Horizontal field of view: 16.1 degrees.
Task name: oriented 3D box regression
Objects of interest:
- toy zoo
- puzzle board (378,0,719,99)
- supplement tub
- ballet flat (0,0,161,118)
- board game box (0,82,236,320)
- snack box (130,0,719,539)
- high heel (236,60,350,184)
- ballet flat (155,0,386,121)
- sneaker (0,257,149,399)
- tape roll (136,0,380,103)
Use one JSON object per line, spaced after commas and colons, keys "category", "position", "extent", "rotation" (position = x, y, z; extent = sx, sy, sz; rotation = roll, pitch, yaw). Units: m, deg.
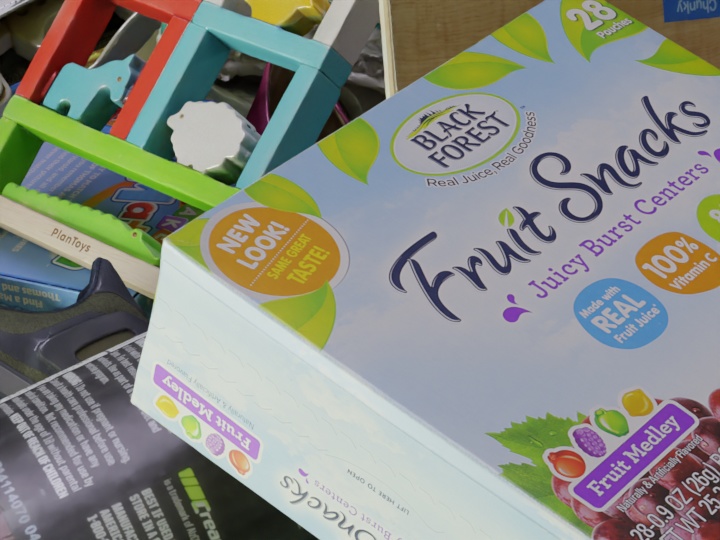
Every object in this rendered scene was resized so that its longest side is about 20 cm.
{"category": "toy zoo", "position": [-0.057, -0.090, 0.955], "extent": [0.131, 0.020, 0.201], "rotation": [22, 81, 37]}
{"category": "puzzle board", "position": [0.092, -0.058, 0.901], "extent": [0.199, 0.151, 0.017], "rotation": [-10, 9, -32]}
{"category": "supplement tub", "position": [-0.033, 0.062, 0.783], "extent": [0.199, 0.107, 0.107], "rotation": [-24, 35, -17]}
{"category": "ballet flat", "position": [-0.145, -0.092, 1.046], "extent": [0.200, 0.067, 0.064], "rotation": [-32, 68, -22]}
{"category": "board game box", "position": [-0.136, -0.029, 1.039], "extent": [0.199, 0.037, 0.151], "rotation": [10, 35, 26]}
{"category": "snack box", "position": [0.064, 0.016, 0.716], "extent": [0.168, 0.068, 0.200], "rotation": [35, 42, 22]}
{"category": "high heel", "position": [0.000, 0.000, 0.906], "extent": [0.067, 0.096, 0.200], "rotation": [-11, 31, -7]}
{"category": "ballet flat", "position": [0.008, -0.065, 1.023], "extent": [0.199, 0.072, 0.072], "rotation": [19, 29, -12]}
{"category": "sneaker", "position": [-0.152, 0.054, 0.845], "extent": [0.199, 0.074, 0.081], "rotation": [-14, 72, -23]}
{"category": "tape roll", "position": [-0.016, -0.147, 1.181], "extent": [0.202, 0.071, 0.203], "rotation": [-5, 32, 3]}
